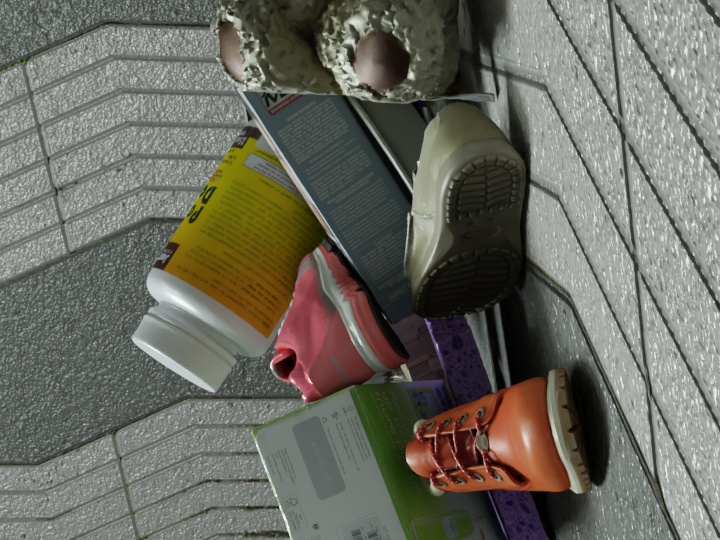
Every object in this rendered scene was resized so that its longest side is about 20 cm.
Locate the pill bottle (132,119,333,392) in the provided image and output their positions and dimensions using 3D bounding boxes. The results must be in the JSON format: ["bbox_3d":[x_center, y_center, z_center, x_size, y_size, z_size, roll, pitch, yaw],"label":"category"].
[{"bbox_3d":[-0.091,-0.010,1.361,0.201,0.109,0.109,-58,-4,-10],"label":"pill bottle"}]

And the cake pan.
[{"bbox_3d":[0.033,-0.081,1.301,0.201,0.037,0.200,57,177,4],"label":"cake pan"}]

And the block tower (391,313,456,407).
[{"bbox_3d":[0.065,0.085,1.394,0.054,0.058,0.201,-122,11,-70],"label":"block tower"}]

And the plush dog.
[{"bbox_3d":[0.014,-0.200,1.151,0.199,0.160,0.173,10,101,47],"label":"plush dog"}]

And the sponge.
[{"bbox_3d":[0.091,0.114,1.301,0.112,0.030,0.201,-109,-2,-70],"label":"sponge"}]

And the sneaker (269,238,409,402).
[{"bbox_3d":[-0.032,0.038,1.248,0.074,0.087,0.200,56,179,-16],"label":"sneaker"}]

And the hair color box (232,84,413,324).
[{"bbox_3d":[-0.013,-0.064,1.272,0.201,0.060,0.099,58,177,-9],"label":"hair color box"}]

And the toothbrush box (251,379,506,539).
[{"bbox_3d":[0.020,0.160,1.240,0.146,0.086,0.200,69,-163,11],"label":"toothbrush box"}]

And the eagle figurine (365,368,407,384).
[{"bbox_3d":[0.047,0.081,1.613,0.152,0.151,0.200,40,149,-15],"label":"eagle figurine"}]

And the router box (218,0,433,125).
[{"bbox_3d":[-0.035,-0.204,1.503,0.052,0.156,0.201,82,174,-45],"label":"router box"}]

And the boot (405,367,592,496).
[{"bbox_3d":[0.084,0.110,1.097,0.200,0.107,0.076,108,151,-79],"label":"boot"}]

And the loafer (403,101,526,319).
[{"bbox_3d":[0.069,-0.037,1.161,0.200,0.075,0.069,102,160,-56],"label":"loafer"}]
